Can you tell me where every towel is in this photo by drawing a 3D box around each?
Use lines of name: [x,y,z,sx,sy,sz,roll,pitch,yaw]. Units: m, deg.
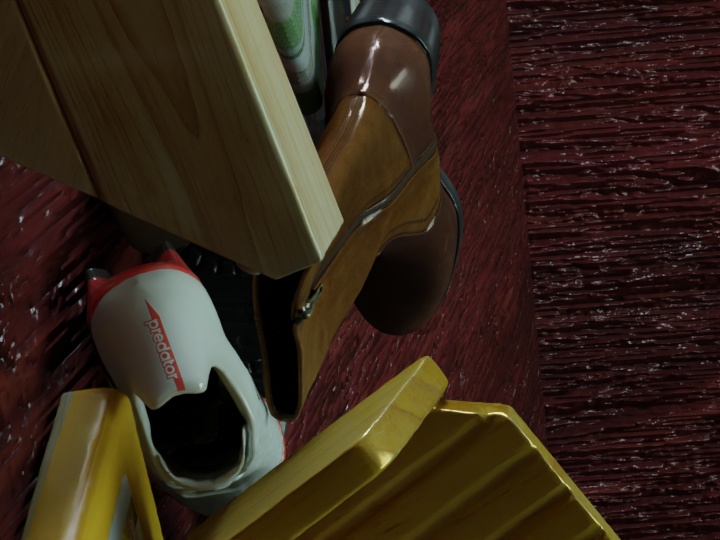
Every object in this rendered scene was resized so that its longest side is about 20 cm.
towel: [-0.041,-0.163,1.268,0.200,0.031,0.150,73,14,-75]

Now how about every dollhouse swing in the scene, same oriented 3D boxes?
dollhouse swing: [0.021,0.176,1.132,0.200,0.182,0.176,51,13,-7]

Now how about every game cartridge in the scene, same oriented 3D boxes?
game cartridge: [-0.103,0.175,1.156,0.200,0.032,0.177,-84,167,-55]

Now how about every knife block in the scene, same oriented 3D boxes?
knife block: [-0.073,-0.114,1.051,0.064,0.200,0.176,-62,177,-74]

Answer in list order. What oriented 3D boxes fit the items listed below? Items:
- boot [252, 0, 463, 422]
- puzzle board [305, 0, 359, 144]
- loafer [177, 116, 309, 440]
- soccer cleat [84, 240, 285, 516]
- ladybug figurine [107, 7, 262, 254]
boot: [0.000,0.000,1.321,0.200,0.068,0.189,-70,170,-51]
puzzle board: [-0.049,-0.153,1.452,0.151,0.017,0.201,14,-66,56]
loafer: [-0.067,0.006,1.401,0.071,0.073,0.201,128,-31,-72]
soccer cleat: [-0.070,0.069,1.258,0.200,0.068,0.085,73,-5,-56]
ladybug figurine: [-0.079,-0.107,1.318,0.136,0.072,0.201,48,38,-76]
